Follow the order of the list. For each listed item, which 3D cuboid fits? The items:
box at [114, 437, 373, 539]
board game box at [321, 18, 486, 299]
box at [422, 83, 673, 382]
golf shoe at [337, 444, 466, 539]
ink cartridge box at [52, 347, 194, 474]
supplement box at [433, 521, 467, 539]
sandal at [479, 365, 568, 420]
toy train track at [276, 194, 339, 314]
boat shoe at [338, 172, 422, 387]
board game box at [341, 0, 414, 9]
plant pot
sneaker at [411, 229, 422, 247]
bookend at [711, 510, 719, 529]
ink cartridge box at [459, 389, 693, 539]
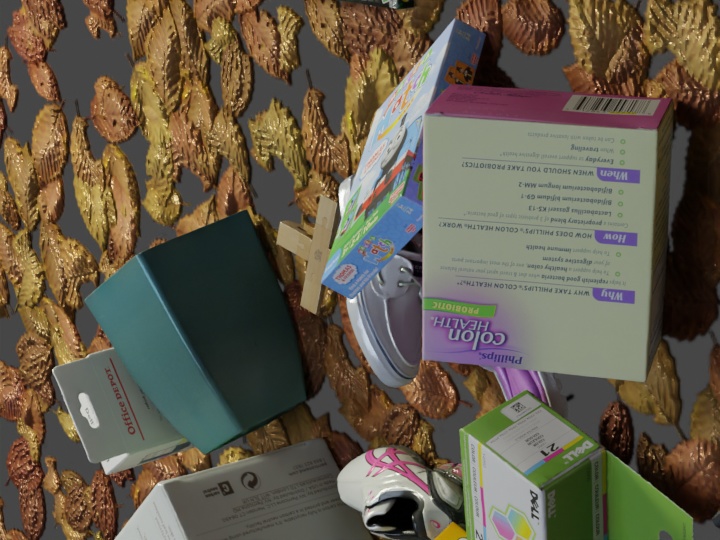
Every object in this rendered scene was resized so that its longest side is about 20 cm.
[{"bbox_3d":[-0.107,0.303,1.952,0.200,0.199,0.171,63,144,20],"label":"box"},{"bbox_3d":[0.036,-0.093,1.643,0.151,0.037,0.200,-47,20,50],"label":"board game box"},{"bbox_3d":[0.142,-0.031,1.503,0.176,0.097,0.200,5,110,15],"label":"box"},{"bbox_3d":[0.030,0.208,1.823,0.200,0.092,0.073,0,104,55],"label":"golf shoe"},{"bbox_3d":[-0.225,0.136,2.052,0.067,0.200,0.117,-41,68,52],"label":"ink cartridge box"},{"bbox_3d":[0.120,0.330,1.692,0.200,0.109,0.110,36,162,42],"label":"supplement box"},{"bbox_3d":[0.111,0.056,1.688,0.203,0.050,0.082,58,141,24],"label":"sandal"},{"bbox_3d":[0.000,0.000,1.844,0.200,0.033,0.115,30,118,38],"label":"toy train track"},{"bbox_3d":[0.028,0.000,1.745,0.067,0.074,0.200,-22,74,34],"label":"boat shoe"},{"bbox_3d":[-0.023,-0.296,1.772,0.200,0.023,0.105,17,114,51],"label":"board game box"},{"bbox_3d":[-0.153,0.072,1.989,0.141,0.141,0.200,-34,82,54],"label":"plant pot"},{"bbox_3d":[0.109,-0.053,1.635,0.200,0.074,0.087,19,118,44],"label":"sneaker"},{"bbox_3d":[0.366,0.193,1.257,0.199,0.200,0.092,61,143,21],"label":"bookend"},{"bbox_3d":[0.175,0.212,1.606,0.200,0.076,0.148,37,145,41],"label":"ink cartridge box"}]
